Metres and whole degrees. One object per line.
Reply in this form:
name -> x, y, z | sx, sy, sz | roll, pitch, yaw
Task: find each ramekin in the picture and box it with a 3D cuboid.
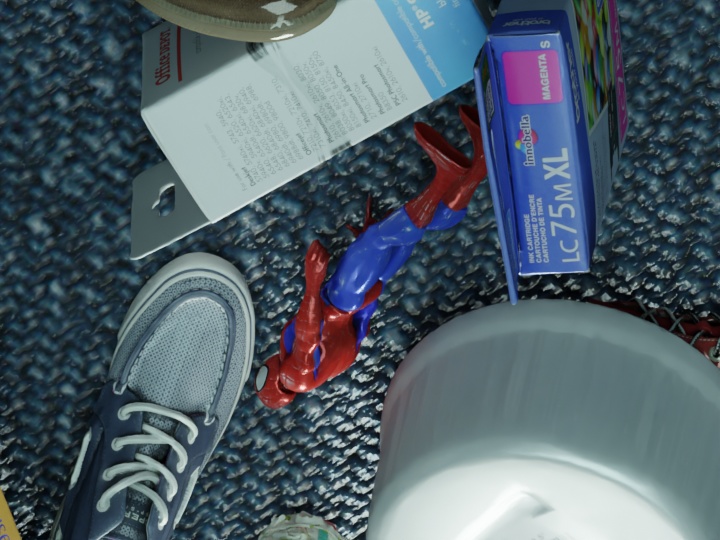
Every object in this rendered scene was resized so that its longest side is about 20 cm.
ramekin -> 0.098, 0.122, 1.490 | 0.199, 0.098, 0.201 | 8, 131, 10

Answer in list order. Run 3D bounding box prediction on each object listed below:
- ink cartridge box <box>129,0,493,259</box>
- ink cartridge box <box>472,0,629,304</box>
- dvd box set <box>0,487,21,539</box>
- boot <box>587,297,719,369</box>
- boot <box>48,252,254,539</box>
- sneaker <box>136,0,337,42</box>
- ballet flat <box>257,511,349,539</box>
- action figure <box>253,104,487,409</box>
ink cartridge box -> -0.038, -0.095, 1.414 | 0.199, 0.116, 0.068 | -29, 111, 8
ink cartridge box -> 0.091, -0.080, 1.383 | 0.042, 0.200, 0.120 | -2, 115, 16
dvd box set -> -0.233, 0.119, 1.497 | 0.146, 0.029, 0.201 | 2, 120, 41
boot -> 0.197, 0.029, 1.510 | 0.144, 0.072, 0.200 | 36, 110, -15
boot -> -0.104, 0.095, 1.506 | 0.072, 0.090, 0.201 | 17, 111, -10
sneaker -> -0.095, -0.175, 1.347 | 0.200, 0.070, 0.076 | 32, 144, 23
ballet flat -> -0.057, 0.220, 1.578 | 0.075, 0.064, 0.201 | 13, 112, -10
action figure -> 0.000, 0.000, 1.482 | 0.052, 0.065, 0.200 | 41, 124, 12
